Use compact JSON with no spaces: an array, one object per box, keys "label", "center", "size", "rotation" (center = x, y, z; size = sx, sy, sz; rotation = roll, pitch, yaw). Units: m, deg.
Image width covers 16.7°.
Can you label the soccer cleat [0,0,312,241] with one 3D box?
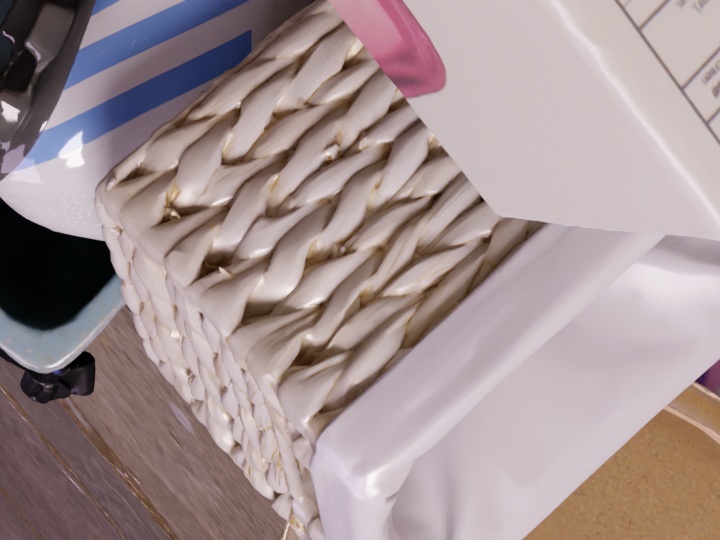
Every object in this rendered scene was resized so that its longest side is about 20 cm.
[{"label":"soccer cleat","center":[-0.040,-0.098,0.719],"size":[0.086,0.201,0.070],"rotation":[27,-174,-24]}]

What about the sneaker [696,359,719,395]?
[{"label":"sneaker","center":[0.078,0.023,0.902],"size":[0.200,0.080,0.089],"rotation":[14,139,51]}]

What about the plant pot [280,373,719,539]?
[{"label":"plant pot","center":[0.067,0.119,0.787],"size":[0.200,0.200,0.027],"rotation":[41,-160,11]}]

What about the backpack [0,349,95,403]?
[{"label":"backpack","center":[-0.199,-0.060,1.208],"size":[0.199,0.147,0.183],"rotation":[20,152,46]}]

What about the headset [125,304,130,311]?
[{"label":"headset","center":[-0.066,-0.030,1.022],"size":[0.123,0.094,0.200],"rotation":[36,-178,-7]}]

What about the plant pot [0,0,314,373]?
[{"label":"plant pot","center":[-0.102,-0.098,0.847],"size":[0.196,0.196,0.200],"rotation":[44,177,1]}]

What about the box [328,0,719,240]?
[{"label":"box","center":[0.038,-0.123,0.546],"size":[0.200,0.128,0.109],"rotation":[51,162,-20]}]

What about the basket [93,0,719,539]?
[{"label":"basket","center":[0.036,-0.015,0.698],"size":[0.123,0.200,0.136],"rotation":[44,164,22]}]
